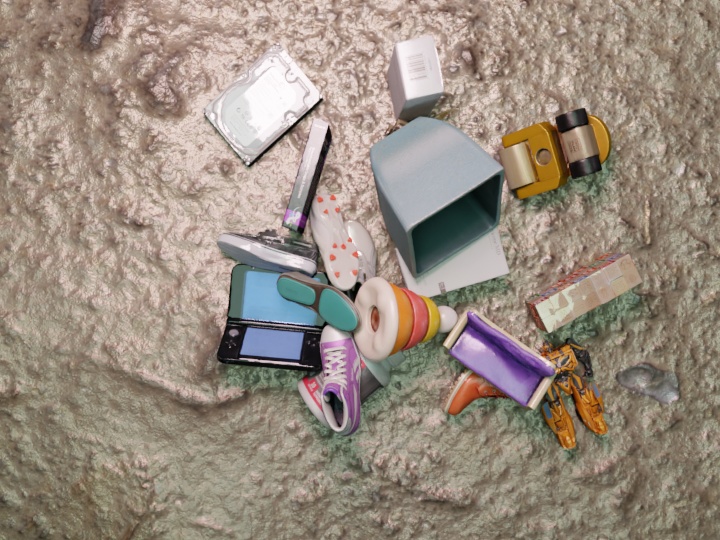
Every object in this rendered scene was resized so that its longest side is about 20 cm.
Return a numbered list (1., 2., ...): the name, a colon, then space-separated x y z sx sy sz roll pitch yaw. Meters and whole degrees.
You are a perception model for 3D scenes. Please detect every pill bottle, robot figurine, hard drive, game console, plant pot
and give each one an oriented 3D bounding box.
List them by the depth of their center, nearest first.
1. plant pot: 0.116 -0.148 1.266 0.194 0.197 0.201 -32 65 -7
2. game console: -0.161 0.088 1.348 0.196 0.177 0.118 5 120 -1
3. pill bottle: -0.013 0.197 1.353 0.199 0.111 0.111 -39 92 0
4. hard drive: -0.188 -0.319 1.373 0.199 0.038 0.140 -41 92 -1
5. robot figurine: 0.402 0.234 1.389 0.143 0.058 0.203 -23 92 -2

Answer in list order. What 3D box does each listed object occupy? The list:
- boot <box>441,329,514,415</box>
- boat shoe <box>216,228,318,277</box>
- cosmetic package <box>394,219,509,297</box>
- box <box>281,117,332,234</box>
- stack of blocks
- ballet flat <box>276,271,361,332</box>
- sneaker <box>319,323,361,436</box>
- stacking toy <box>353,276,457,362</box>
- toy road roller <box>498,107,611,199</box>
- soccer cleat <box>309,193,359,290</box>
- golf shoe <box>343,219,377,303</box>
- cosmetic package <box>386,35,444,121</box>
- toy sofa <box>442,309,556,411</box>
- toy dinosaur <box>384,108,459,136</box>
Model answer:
1. boot: 0.247 0.221 1.364 0.200 0.075 0.107 -44 72 0
2. boat shoe: -0.175 -0.044 1.372 0.196 0.072 0.072 17 68 -6
3. cosmetic package: 0.173 -0.019 1.366 0.197 0.081 0.115 -18 89 0
4. box: -0.098 -0.171 1.326 0.035 0.143 0.203 18 90 -1
5. stack of blocks: 0.417 0.040 1.356 0.198 0.115 0.059 -29 92 0
6. ballet flat: -0.066 0.050 1.309 0.198 0.063 0.069 24 111 28
7. sneaker: -0.038 0.183 1.245 0.071 0.114 0.204 -13 73 9
8. stacking toy: 0.097 0.089 1.286 0.197 0.145 0.149 3 92 -28
9. toy road roller: 0.379 -0.225 1.362 0.198 0.145 0.125 -16 93 37
10. soccer cleat: -0.051 -0.048 1.333 0.068 0.078 0.203 -6 65 -23
11. golf shoe: 0.000 0.000 1.356 0.077 0.097 0.204 -12 90 1
12. cosmetic package: 0.096 -0.343 1.296 0.073 0.200 0.104 -11 92 -1
13. toy sofa: 0.251 0.163 1.297 0.199 0.098 0.083 35 78 12
14. toy dinosaur: 0.099 -0.249 1.382 0.100 0.058 0.202 30 97 -17
